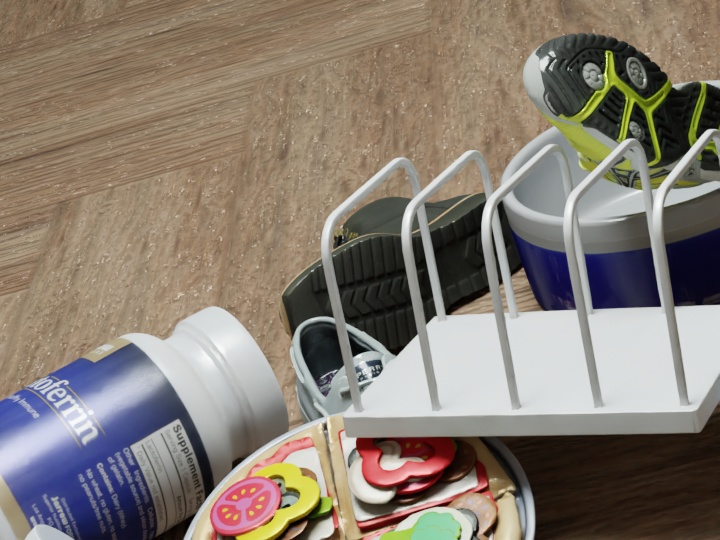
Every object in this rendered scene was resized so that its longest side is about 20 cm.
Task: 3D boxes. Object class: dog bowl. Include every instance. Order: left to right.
[{"bbox_3d":[0.195,-0.045,1.438,0.200,0.079,0.200,-15,24,7],"label":"dog bowl"}]

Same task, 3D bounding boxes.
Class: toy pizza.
[{"bbox_3d":[-0.007,0.140,1.180,0.200,0.032,0.200,-12,41,10],"label":"toy pizza"}]

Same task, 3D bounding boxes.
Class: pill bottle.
[{"bbox_3d":[-0.148,0.107,1.314,0.200,0.116,0.116,-29,26,-24],"label":"pill bottle"}]

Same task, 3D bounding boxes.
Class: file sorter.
[{"bbox_3d":[0.096,0.004,1.196,0.200,0.125,0.139,-3,20,26],"label":"file sorter"}]

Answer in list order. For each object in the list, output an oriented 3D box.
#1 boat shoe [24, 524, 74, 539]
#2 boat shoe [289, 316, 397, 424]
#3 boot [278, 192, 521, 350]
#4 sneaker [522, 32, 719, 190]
[{"bbox_3d":[-0.142,0.212,1.160,0.065,0.074,0.200,-51,33,6],"label":"boat shoe"},{"bbox_3d":[0.004,0.082,1.310,0.070,0.072,0.201,-24,26,-14],"label":"boat shoe"},{"bbox_3d":[0.000,0.000,1.505,0.200,0.078,0.138,-19,16,-35],"label":"boot"},{"bbox_3d":[0.149,-0.079,1.287,0.076,0.076,0.200,-20,-25,34],"label":"sneaker"}]
